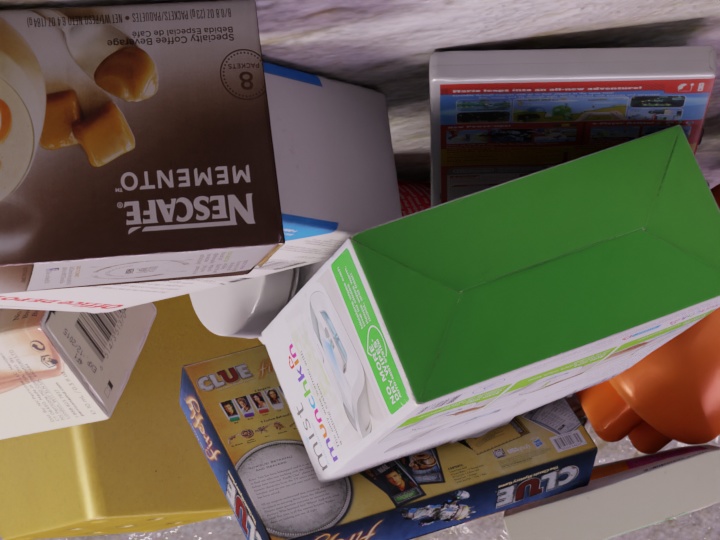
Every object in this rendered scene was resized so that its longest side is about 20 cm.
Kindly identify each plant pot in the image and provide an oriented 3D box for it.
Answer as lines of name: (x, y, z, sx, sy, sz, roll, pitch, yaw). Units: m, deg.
plant pot: (-0.172, 0.093, 1.722, 0.199, 0.178, 0.199, 0, 169, -37)

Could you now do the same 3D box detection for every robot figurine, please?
robot figurine: (0.216, 0.024, 1.481, 0.200, 0.144, 0.117, -45, -169, 25)

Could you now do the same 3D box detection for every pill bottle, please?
pill bottle: (0.000, 0.000, 1.474, 0.199, 0.113, 0.112, 4, 167, -37)

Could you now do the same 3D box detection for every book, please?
book: (0.155, 0.135, 1.466, 0.133, 0.048, 0.200, -19, 175, 5)

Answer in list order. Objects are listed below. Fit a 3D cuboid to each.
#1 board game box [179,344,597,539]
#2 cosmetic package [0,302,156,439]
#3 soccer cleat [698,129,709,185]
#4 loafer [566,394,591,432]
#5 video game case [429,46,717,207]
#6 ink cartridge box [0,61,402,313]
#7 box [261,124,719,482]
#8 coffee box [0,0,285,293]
board game box: (0.014, 0.087, 1.377, 0.198, 0.136, 0.035, -14, 140, -21)
cosmetic package: (-0.243, 0.047, 1.555, 0.199, 0.104, 0.088, -13, 127, 28)
soccer cleat: (0.132, -0.044, 1.470, 0.084, 0.069, 0.200, 2, 164, -21)
loafer: (0.111, 0.098, 1.552, 0.070, 0.070, 0.200, -27, 163, 13)
video game case: (0.107, -0.070, 1.294, 0.142, 0.018, 0.200, -1, 162, 2)
ink cartridge box: (-0.100, -0.038, 1.258, 0.199, 0.085, 0.146, -13, 170, 30)
box: (0.072, 0.023, 1.285, 0.199, 0.097, 0.176, -19, 170, -21)
coffee box: (-0.142, -0.050, 1.070, 0.198, 0.115, 0.080, -4, 170, -15)
